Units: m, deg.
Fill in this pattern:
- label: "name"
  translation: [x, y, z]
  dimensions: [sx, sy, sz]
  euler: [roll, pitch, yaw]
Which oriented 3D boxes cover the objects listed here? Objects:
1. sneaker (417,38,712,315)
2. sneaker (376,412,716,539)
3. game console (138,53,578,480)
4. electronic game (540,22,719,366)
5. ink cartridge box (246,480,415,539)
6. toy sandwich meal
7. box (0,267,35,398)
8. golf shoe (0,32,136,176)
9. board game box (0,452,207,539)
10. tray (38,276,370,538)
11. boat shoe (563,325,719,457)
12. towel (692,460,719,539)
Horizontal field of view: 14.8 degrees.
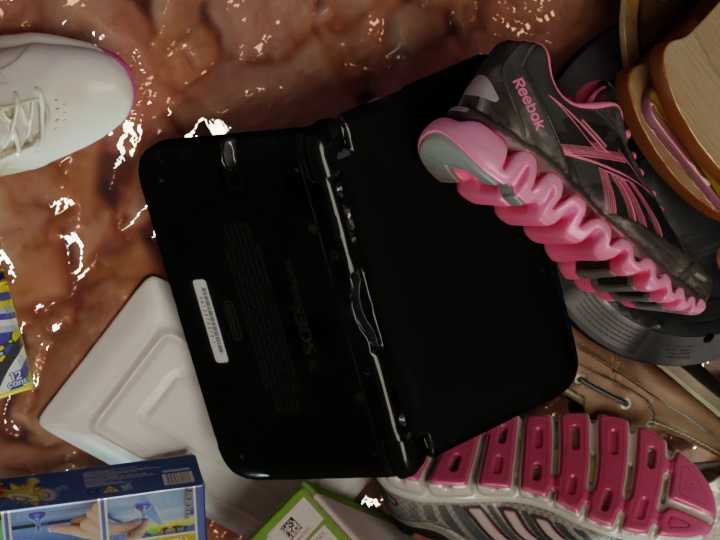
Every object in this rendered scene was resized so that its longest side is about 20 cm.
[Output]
- label: "sneaker"
  translation: [0.124, -0.049, 1.457]
  dimensions: [0.200, 0.079, 0.095]
  euler: [37, 71, -32]
- label: "sneaker"
  translation: [0.101, 0.130, 1.579]
  dimensions: [0.200, 0.074, 0.087]
  euler: [8, 144, 4]
- label: "game console"
  translation: [0.000, 0.000, 1.493]
  dimensions: [0.176, 0.116, 0.200]
  euler: [-4, 112, 29]
- label: "electronic game"
  translation: [0.179, -0.046, 1.547]
  dimensions: [0.200, 0.042, 0.200]
  euler: [-2, 96, -23]
- label: "ink cartridge box"
  translation: [0.032, 0.219, 1.531]
  dimensions: [0.076, 0.200, 0.148]
  euler: [-46, 155, 6]
- label: "toy sandwich meal"
  translation: [0.225, -0.129, 1.497]
  dimensions: [0.205, 0.070, 0.205]
  euler: [-2, 96, -23]
- label: "box"
  translation: [-0.275, 0.049, 1.423]
  dimensions: [0.200, 0.064, 0.070]
  euler: [-18, 122, -13]
- label: "golf shoe"
  translation: [-0.202, -0.066, 1.377]
  dimensions: [0.200, 0.092, 0.075]
  euler: [-12, 118, -18]
- label: "board game box"
  translation: [-0.184, 0.178, 1.530]
  dimensions: [0.200, 0.034, 0.135]
  euler: [-6, 119, -11]
- label: "tray"
  translation: [-0.072, 0.091, 1.554]
  dimensions: [0.200, 0.022, 0.107]
  euler: [32, 100, -32]
- label: "boat shoe"
  translation: [0.143, 0.058, 1.601]
  dimensions: [0.200, 0.072, 0.068]
  euler: [36, 99, -21]
- label: "towel"
  translation: [0.148, 0.197, 1.663]
  dimensions: [0.200, 0.034, 0.133]
  euler: [-21, 120, 10]
